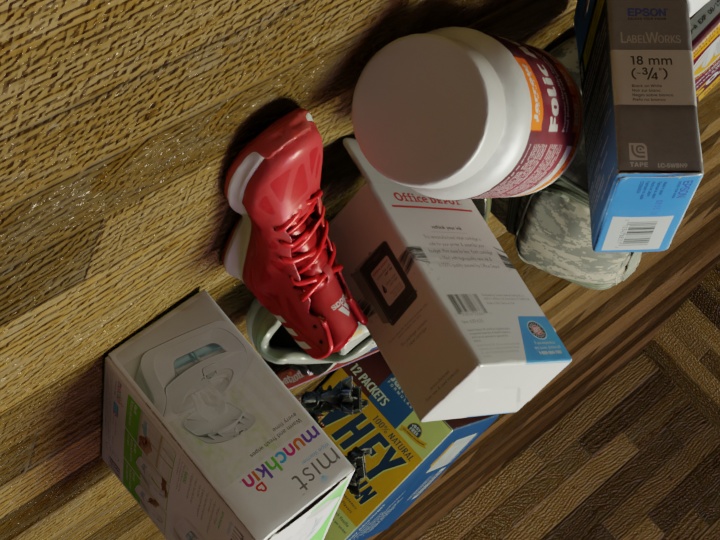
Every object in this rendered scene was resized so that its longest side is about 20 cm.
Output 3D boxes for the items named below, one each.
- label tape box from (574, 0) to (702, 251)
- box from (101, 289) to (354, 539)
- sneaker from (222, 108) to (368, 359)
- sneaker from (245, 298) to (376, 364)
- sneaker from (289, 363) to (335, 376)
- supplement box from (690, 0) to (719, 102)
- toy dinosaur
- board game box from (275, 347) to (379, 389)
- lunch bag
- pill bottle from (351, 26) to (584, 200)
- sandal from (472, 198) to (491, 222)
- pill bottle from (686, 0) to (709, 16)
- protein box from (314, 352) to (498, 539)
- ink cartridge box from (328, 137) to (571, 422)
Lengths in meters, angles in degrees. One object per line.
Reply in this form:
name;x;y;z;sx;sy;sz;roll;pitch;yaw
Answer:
label tape box;0.203;-0.134;1.103;0.062;0.202;0.144;-1;160;1
box;-0.107;0.145;1.110;0.096;0.177;0.201;-36;163;-25
sneaker;-0.029;-0.017;0.984;0.078;0.116;0.200;-38;165;-19
sneaker;0.010;0.036;1.142;0.198;0.076;0.092;-17;-167;0
sneaker;0.000;0.000;1.239;0.200;0.077;0.085;-45;-176;29
supplement box;0.290;-0.218;1.342;0.110;0.086;0.200;-46;166;7
toy dinosaur;-0.064;0.149;1.396;0.134;0.103;0.200;-5;-158;14
board game box;-0.005;0.068;1.330;0.199;0.020;0.103;-25;-179;38
lunch bag;0.193;-0.082;1.297;0.139;0.168;0.200;-40;165;-14
pill bottle;0.076;-0.106;1.022;0.114;0.114;0.200;-48;165;19
sandal;0.072;-0.056;1.261;0.058;0.079;0.201;-59;175;-14
pill bottle;0.286;-0.283;1.098;0.200;0.112;0.112;-42;165;-4
protein box;0.020;0.186;1.642;0.199;0.135;0.200;-47;165;13
ink cartridge box;0.050;0.005;1.062;0.115;0.201;0.067;1;140;-48
